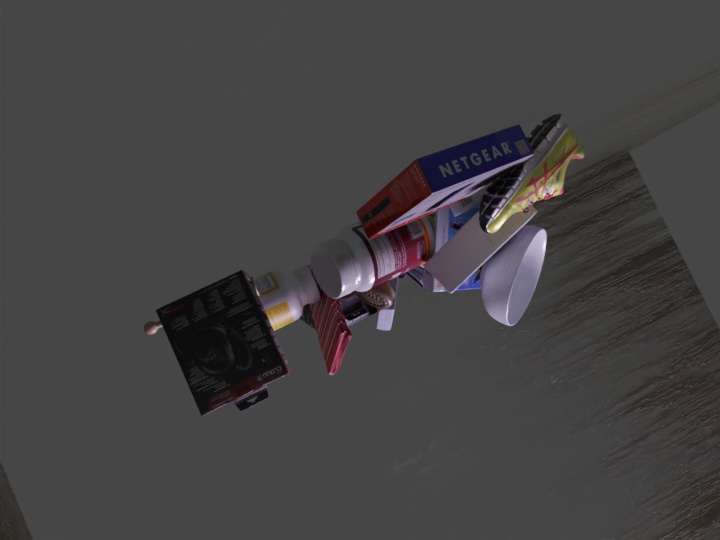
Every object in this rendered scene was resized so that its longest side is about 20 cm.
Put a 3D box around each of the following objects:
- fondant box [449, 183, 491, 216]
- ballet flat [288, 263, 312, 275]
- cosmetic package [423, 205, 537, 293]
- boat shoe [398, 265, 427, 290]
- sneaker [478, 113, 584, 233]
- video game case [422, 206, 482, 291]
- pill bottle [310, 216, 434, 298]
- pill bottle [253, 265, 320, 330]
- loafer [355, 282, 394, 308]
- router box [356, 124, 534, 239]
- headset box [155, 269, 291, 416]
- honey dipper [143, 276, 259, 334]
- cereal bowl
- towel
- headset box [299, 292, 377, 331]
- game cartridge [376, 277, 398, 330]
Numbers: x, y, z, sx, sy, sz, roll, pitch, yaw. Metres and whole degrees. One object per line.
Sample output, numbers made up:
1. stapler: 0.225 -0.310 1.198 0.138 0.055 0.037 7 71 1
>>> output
1. fondant box: 0.277 -0.182 1.016 0.199 0.059 0.144 -25 176 -26
2. ballet flat: -0.075 -0.008 1.142 0.199 0.072 0.072 -24 177 0
3. cosmetic package: 0.211 -0.054 0.940 0.200 0.071 0.101 -46 171 11
4. boat shoe: 0.096 -0.015 1.241 0.063 0.199 0.075 -61 -163 3
5. sneaker: 0.259 -0.128 0.793 0.200 0.090 0.078 -51 -166 8
6. video game case: 0.228 -0.053 1.102 0.199 0.183 0.045 -3 -168 -23
7. pill bottle: 0.021 -0.032 0.921 0.199 0.115 0.114 -24 176 -29
8. pill bottle: -0.178 0.064 0.991 0.199 0.105 0.104 -25 176 -12
9. loafer: 0.000 0.000 1.020 0.067 0.200 0.076 -41 141 -17
10. router box: 0.116 -0.125 0.764 0.199 0.049 0.179 -24 176 -29
11. headset box: -0.210 0.123 0.849 0.148 0.201 0.077 -26 176 -5
12. honey dipper: -0.272 0.065 0.912 0.199 0.038 0.038 -24 176 -10
13. cereal bowl: 0.292 0.002 1.048 0.083 0.201 0.200 20 -158 28
14. towel: -0.065 0.081 1.020 0.022 0.201 0.145 -4 141 -20
15. headset box: -0.067 0.063 1.201 0.148 0.076 0.199 -24 -147 -33
16. game cartridge: 0.059 0.062 1.177 0.041 0.134 0.200 4 163 1
